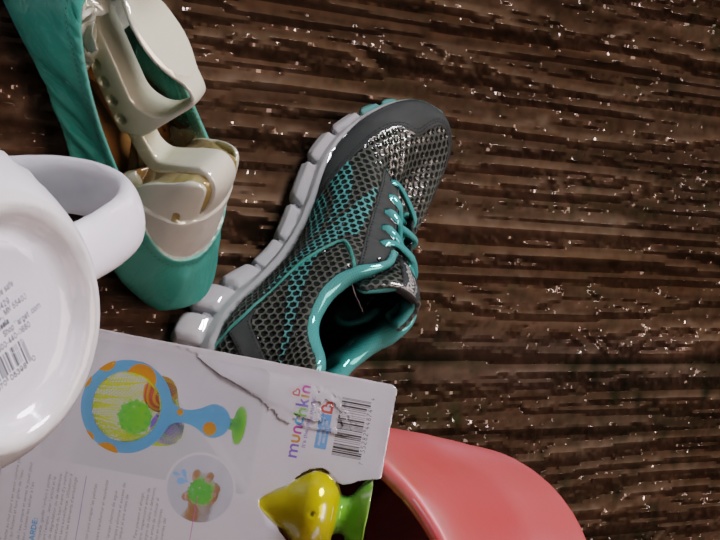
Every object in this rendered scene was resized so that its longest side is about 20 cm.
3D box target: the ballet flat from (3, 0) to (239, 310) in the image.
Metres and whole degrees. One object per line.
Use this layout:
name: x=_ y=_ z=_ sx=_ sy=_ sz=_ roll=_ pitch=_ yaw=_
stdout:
ballet flat: x=-0.092 y=-0.060 z=1.091 sx=0.067 sy=0.070 sz=0.201 roll=-46 pitch=129 yaw=-35

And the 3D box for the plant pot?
plant pot: x=0.009 y=0.160 z=1.171 sx=0.177 sy=0.199 sz=0.202 roll=-4 pitch=100 yaw=-60

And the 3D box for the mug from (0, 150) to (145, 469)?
mug: x=-0.168 y=0.001 z=0.931 sx=0.200 sy=0.175 sz=0.149 roll=-28 pitch=117 yaw=-44

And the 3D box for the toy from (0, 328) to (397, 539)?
toy: x=-0.091 y=0.086 z=1.063 sx=0.047 sy=0.199 sz=0.116 roll=33 pitch=67 yaw=-85

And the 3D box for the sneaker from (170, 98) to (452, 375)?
sneaker: x=0.000 y=0.000 z=1.192 sx=0.200 sy=0.091 sz=0.078 roll=-55 pitch=134 yaw=-28
